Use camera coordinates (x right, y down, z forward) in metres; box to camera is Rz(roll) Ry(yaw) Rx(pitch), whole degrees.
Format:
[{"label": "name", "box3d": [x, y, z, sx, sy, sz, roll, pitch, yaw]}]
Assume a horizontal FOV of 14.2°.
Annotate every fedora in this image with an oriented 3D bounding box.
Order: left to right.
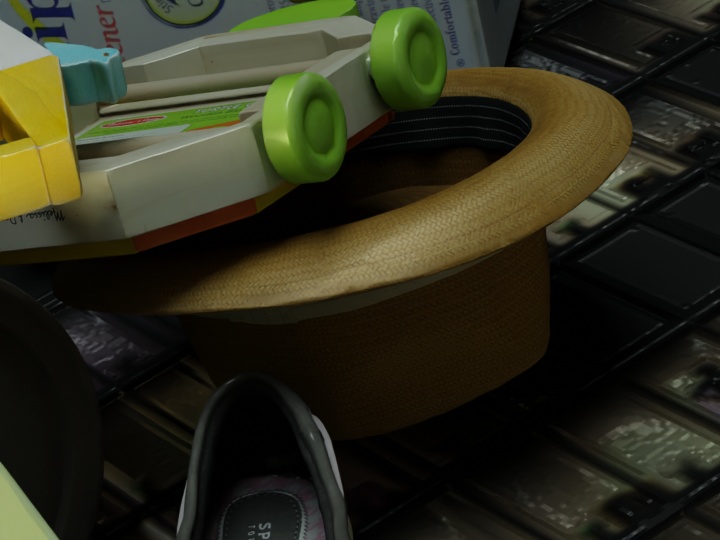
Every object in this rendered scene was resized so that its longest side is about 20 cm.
[{"label": "fedora", "box3d": [0.000, 0.000, 0.945, 0.200, 0.082, 0.201, -16, 20, 6]}]

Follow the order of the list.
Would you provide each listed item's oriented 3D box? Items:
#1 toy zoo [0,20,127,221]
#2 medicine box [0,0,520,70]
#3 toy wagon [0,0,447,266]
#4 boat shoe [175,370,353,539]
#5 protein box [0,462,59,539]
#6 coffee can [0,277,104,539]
[{"label": "toy zoo", "box3d": [-0.164, -0.033, 0.853, 0.199, 0.021, 0.131, -18, 28, -13]}, {"label": "medicine box", "box3d": [-0.047, -0.116, 1.118, 0.199, 0.103, 0.182, -10, 19, 10]}, {"label": "toy wagon", "box3d": [-0.048, -0.054, 0.938, 0.154, 0.040, 0.200, -4, 18, 32]}, {"label": "boat shoe", "box3d": [-0.031, 0.101, 0.821, 0.066, 0.057, 0.200, -12, 30, 5]}, {"label": "protein box", "box3d": [-0.156, 0.140, 0.717, 0.199, 0.135, 0.198, -30, 32, -13]}, {"label": "coffee can", "box3d": [-0.193, 0.040, 0.909, 0.146, 0.147, 0.200, -31, 33, -25]}]
